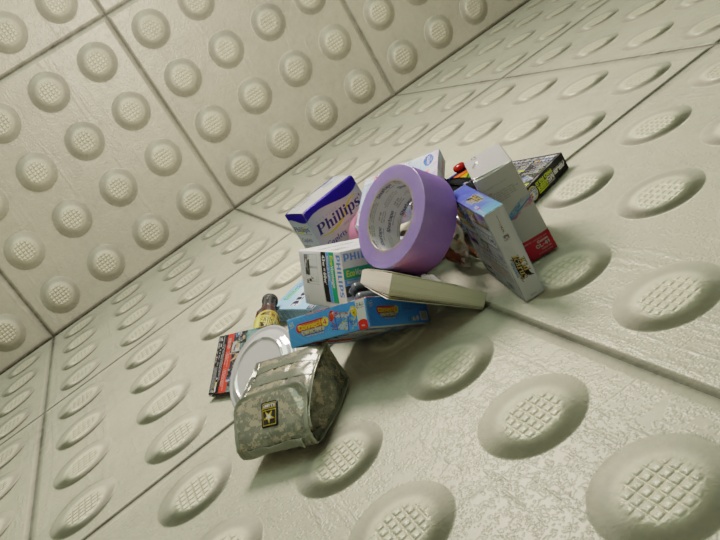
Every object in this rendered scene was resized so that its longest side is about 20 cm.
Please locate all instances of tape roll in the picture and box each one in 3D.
[{"bbox_3d":[0.086,-0.095,1.379,0.199,0.084,0.202,-24,60,49],"label":"tape roll"}]

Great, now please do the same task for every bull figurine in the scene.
[{"bbox_3d":[0.179,-0.082,1.485,0.065,0.200,0.121,-47,38,-7],"label":"bull figurine"}]

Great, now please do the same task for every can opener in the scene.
[{"bbox_3d":[0.075,0.044,1.442,0.198,0.067,0.053,-5,46,-25],"label":"can opener"}]

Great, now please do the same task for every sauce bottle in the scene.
[{"bbox_3d":[-0.226,0.130,1.733,0.066,0.066,0.201,-26,34,16],"label":"sauce bottle"}]

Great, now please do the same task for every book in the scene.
[{"bbox_3d":[0.115,0.031,1.347,0.198,0.049,0.133,9,4,-23],"label":"book"}]

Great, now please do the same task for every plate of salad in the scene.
[{"bbox_3d":[-0.198,0.212,1.509,0.199,0.048,0.202,-22,54,34],"label":"plate of salad"}]

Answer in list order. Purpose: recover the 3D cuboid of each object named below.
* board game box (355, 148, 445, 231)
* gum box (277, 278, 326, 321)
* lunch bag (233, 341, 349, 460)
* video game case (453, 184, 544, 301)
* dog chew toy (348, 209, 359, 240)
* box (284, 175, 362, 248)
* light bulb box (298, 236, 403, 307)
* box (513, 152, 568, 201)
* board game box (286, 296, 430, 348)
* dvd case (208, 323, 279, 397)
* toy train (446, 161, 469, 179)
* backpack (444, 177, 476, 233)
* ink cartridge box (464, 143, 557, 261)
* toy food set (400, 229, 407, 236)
[{"bbox_3d":[0.093,-0.175,1.630,0.198,0.041,0.201,-20,33,23],"label":"board game box"},{"bbox_3d":[-0.111,0.058,1.806,0.170,0.045,0.199,-45,23,-29],"label":"gum box"},{"bbox_3d":[-0.130,0.242,1.299,0.163,0.118,0.201,-19,28,25],"label":"lunch bag"},{"bbox_3d":[0.246,-0.056,1.327,0.045,0.182,0.200,-32,20,-1],"label":"video game case"},{"bbox_3d":[0.036,-0.112,1.791,0.124,0.125,0.200,-39,-11,-17],"label":"dog chew toy"},{"bbox_3d":[-0.065,-0.120,1.923,0.184,0.201,0.105,-41,22,-22],"label":"box"},{"bbox_3d":[0.000,0.000,1.558,0.197,0.126,0.199,-13,9,-29],"label":"light bulb box"},{"bbox_3d":[0.365,-0.205,1.704,0.160,0.044,0.199,-44,22,-26],"label":"box"},{"bbox_3d":[-0.002,0.097,1.381,0.195,0.056,0.199,-18,-11,35],"label":"board game box"},{"bbox_3d":[-0.264,0.205,1.627,0.199,0.022,0.147,-17,57,41],"label":"dvd case"},{"bbox_3d":[0.277,-0.234,1.815,0.199,0.085,0.116,-33,7,-2],"label":"toy train"},{"bbox_3d":[0.228,-0.150,1.635,0.162,0.155,0.199,-23,36,-33],"label":"backpack"},{"bbox_3d":[0.289,-0.129,1.406,0.085,0.201,0.148,-27,20,11],"label":"ink cartridge box"},{"bbox_3d":[0.114,-0.045,1.685,0.143,0.061,0.200,-40,20,-19],"label":"toy food set"}]
